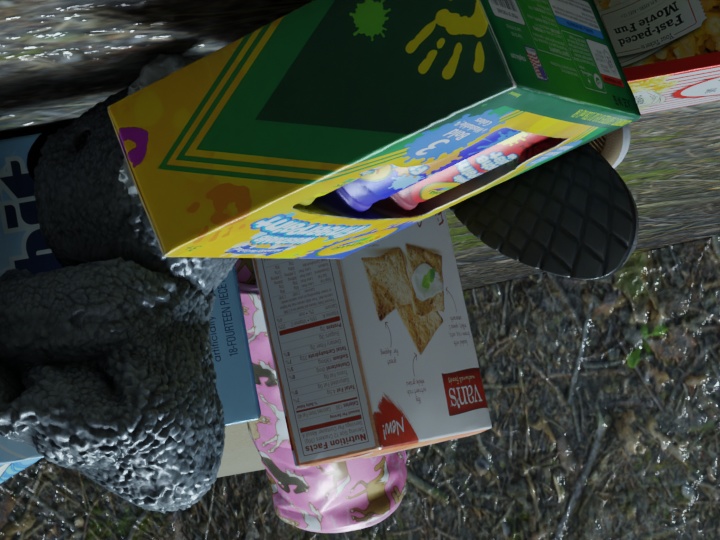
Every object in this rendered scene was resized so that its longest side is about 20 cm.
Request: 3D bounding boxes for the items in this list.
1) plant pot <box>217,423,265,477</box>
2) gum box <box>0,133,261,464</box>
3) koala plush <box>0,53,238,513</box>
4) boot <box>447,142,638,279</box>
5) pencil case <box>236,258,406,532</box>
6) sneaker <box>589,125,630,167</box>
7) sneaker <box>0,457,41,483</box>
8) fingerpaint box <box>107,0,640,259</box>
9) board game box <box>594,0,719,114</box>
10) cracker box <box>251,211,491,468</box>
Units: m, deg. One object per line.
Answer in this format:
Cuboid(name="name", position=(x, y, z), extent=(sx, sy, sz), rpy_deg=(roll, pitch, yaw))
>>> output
Cuboid(name="plant pot", position=(-0.108, 0.020, 1.526), extent=(0.200, 0.200, 0.177), rpy_deg=(-12, 164, 36))
Cuboid(name="gum box", position=(-0.165, 0.012, 1.261), extent=(0.200, 0.170, 0.045), rpy_deg=(-9, 180, -1))
Cuboid(name="koala plush", position=(-0.111, -0.006, 1.140), extent=(0.184, 0.200, 0.177), rpy_deg=(29, 176, 16))
Cuboid(name="boot", position=(0.077, -0.052, 1.198), extent=(0.200, 0.070, 0.132), rpy_deg=(32, -170, 29))
Cuboid(name="pencil case", position=(-0.028, 0.062, 1.399), extent=(0.086, 0.200, 0.083), rpy_deg=(7, -142, 25))
Cuboid(name="sneaker", position=(0.092, -0.074, 1.409), extent=(0.200, 0.071, 0.112), rpy_deg=(-3, 177, 38))
Cuboid(name="sneaker", position=(-0.223, 0.108, 1.360), extent=(0.200, 0.078, 0.090), rpy_deg=(-34, -158, 29))
Cuboid(name="fingerpaint box", position=(0.013, -0.067, 1.034), extent=(0.167, 0.073, 0.200), rpy_deg=(-25, 171, 19))
Cuboid(name="board game box", position=(0.176, -0.115, 1.192), extent=(0.200, 0.046, 0.152), rpy_deg=(-10, 176, 5))
Cuboid(name="cracker box", position=(0.000, 0.000, 1.285), extent=(0.058, 0.200, 0.134), rpy_deg=(-14, 175, 28))
